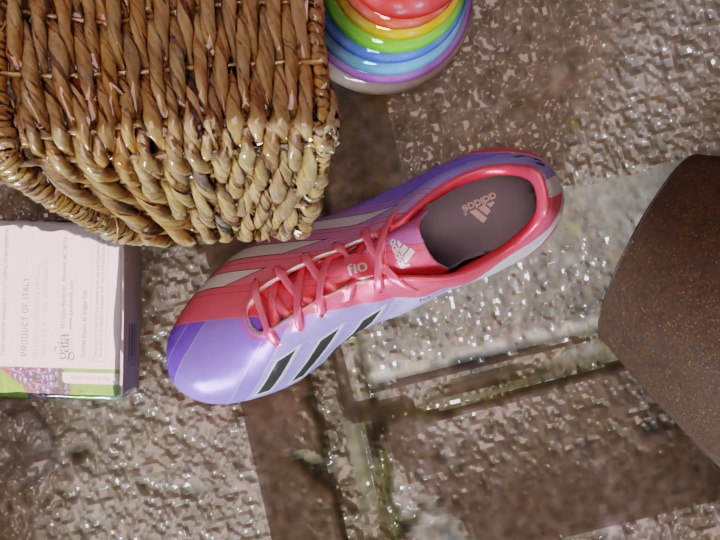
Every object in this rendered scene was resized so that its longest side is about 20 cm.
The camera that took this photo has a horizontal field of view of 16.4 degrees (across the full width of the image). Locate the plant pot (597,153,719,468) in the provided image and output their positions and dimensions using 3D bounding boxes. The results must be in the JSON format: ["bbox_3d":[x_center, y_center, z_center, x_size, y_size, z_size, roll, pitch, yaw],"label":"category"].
[{"bbox_3d":[0.212,0.034,1.093,0.199,0.187,0.188,30,88,15],"label":"plant pot"}]

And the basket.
[{"bbox_3d":[-0.096,-0.113,1.090,0.148,0.143,0.202,-4,71,-9],"label":"basket"}]

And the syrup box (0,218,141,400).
[{"bbox_3d":[-0.201,0.016,1.129,0.198,0.079,0.082,1,89,0],"label":"syrup box"}]

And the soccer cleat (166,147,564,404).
[{"bbox_3d":[0.000,0.000,1.131,0.199,0.076,0.067,-25,89,-1],"label":"soccer cleat"}]

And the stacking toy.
[{"bbox_3d":[0.013,-0.129,1.072,0.085,0.200,0.086,0,87,-2],"label":"stacking toy"}]
